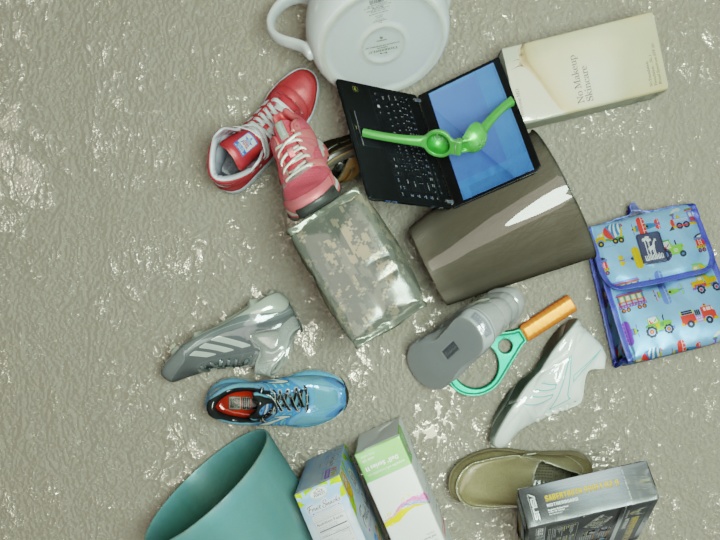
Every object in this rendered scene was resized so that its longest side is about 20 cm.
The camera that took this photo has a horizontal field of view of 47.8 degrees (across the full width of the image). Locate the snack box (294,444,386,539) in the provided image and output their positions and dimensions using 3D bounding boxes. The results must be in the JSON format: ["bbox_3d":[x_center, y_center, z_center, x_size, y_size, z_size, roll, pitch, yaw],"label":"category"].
[{"bbox_3d":[-0.011,0.342,1.039,0.067,0.169,0.203,-24,91,2],"label":"snack box"}]

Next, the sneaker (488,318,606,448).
[{"bbox_3d":[0.248,0.163,1.073,0.080,0.070,0.201,40,92,-2],"label":"sneaker"}]

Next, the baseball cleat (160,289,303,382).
[{"bbox_3d":[-0.169,0.112,1.084,0.198,0.070,0.107,-34,75,3],"label":"baseball cleat"}]

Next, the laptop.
[{"bbox_3d":[0.092,-0.177,0.990,0.197,0.103,0.180,4,58,-33],"label":"laptop"}]

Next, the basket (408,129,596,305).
[{"bbox_3d":[0.173,-0.050,1.044,0.198,0.136,0.182,-28,96,7],"label":"basket"}]

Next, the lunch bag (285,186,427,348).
[{"bbox_3d":[0.000,0.000,1.017,0.116,0.200,0.166,-31,86,3],"label":"lunch bag"}]

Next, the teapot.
[{"bbox_3d":[0.011,-0.333,1.036,0.197,0.198,0.148,-45,46,36],"label":"teapot"}]

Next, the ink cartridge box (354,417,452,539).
[{"bbox_3d":[0.062,0.307,1.060,0.066,0.117,0.203,-24,90,4],"label":"ink cartridge box"}]

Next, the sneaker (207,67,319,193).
[{"bbox_3d":[-0.126,-0.186,1.060,0.071,0.112,0.201,38,93,1],"label":"sneaker"}]

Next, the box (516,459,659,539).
[{"bbox_3d":[0.276,0.306,1.014,0.156,0.201,0.049,-15,58,3],"label":"box"}]

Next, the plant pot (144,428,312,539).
[{"bbox_3d":[-0.146,0.332,1.039,0.200,0.201,0.162,-38,101,3],"label":"plant pot"}]

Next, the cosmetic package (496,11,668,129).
[{"bbox_3d":[0.285,-0.256,1.061,0.196,0.073,0.105,-14,91,2],"label":"cosmetic package"}]

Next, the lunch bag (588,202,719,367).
[{"bbox_3d":[0.386,0.009,1.066,0.148,0.094,0.204,-14,78,4],"label":"lunch bag"}]

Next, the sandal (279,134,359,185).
[{"bbox_3d":[-0.014,-0.151,1.085,0.198,0.082,0.055,-27,112,-4],"label":"sandal"}]

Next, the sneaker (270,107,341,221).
[{"bbox_3d":[-0.079,-0.130,0.964,0.073,0.201,0.087,-29,121,7],"label":"sneaker"}]

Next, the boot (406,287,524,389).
[{"bbox_3d":[0.138,0.086,1.044,0.095,0.200,0.074,-30,83,-31],"label":"boot"}]

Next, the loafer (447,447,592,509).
[{"bbox_3d":[0.214,0.275,1.077,0.196,0.067,0.078,-9,90,2],"label":"loafer"}]

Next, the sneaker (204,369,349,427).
[{"bbox_3d":[-0.113,0.180,1.079,0.196,0.090,0.080,-6,91,2],"label":"sneaker"}]

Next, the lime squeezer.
[{"bbox_3d":[0.104,-0.166,0.960,0.196,0.038,0.072,-14,65,-11],"label":"lime squeezer"}]

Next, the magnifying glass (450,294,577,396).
[{"bbox_3d":[0.202,0.097,1.098,0.198,0.022,0.080,-33,90,2],"label":"magnifying glass"}]
